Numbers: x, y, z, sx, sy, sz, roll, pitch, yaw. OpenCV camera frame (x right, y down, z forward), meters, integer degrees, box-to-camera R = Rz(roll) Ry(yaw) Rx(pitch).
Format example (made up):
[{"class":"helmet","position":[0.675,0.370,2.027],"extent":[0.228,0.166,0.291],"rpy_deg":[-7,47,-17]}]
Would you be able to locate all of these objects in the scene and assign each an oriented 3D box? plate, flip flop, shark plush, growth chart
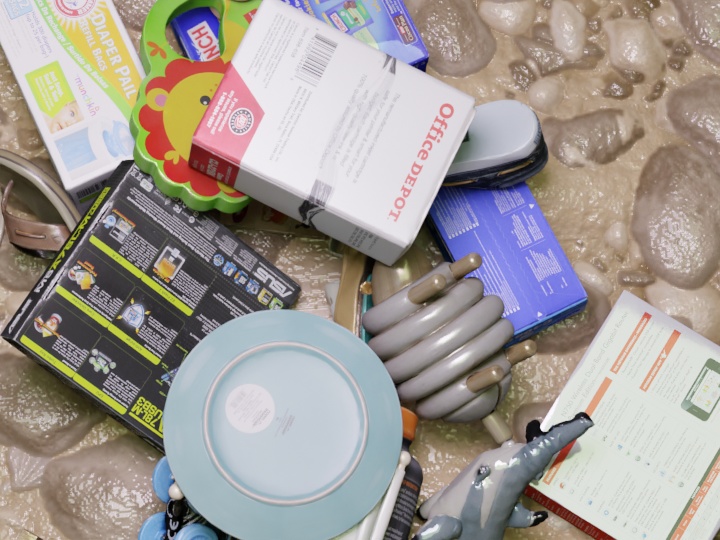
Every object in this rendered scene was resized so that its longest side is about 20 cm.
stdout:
[{"class":"plate","position":[-0.062,0.127,1.616],"extent":[0.200,0.026,0.201],"rpy_deg":[2,75,-7]},{"class":"flip flop","position":[-0.277,-0.028,1.752],"extent":[0.058,0.081,0.200],"rpy_deg":[-40,99,-20]},{"class":"shark plush","position":[0.124,0.194,1.693],"extent":[0.083,0.091,0.200],"rpy_deg":[42,92,-4]},{"class":"growth chart","position":[-0.057,0.162,1.628],"extent":[0.200,0.018,0.145],"rpy_deg":[25,73,-1]}]

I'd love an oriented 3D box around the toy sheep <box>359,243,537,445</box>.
[{"class":"toy sheep","position":[0.074,0.064,1.698],"extent":[0.138,0.138,0.200],"rpy_deg":[-29,89,-8]}]

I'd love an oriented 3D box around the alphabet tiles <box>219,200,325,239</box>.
[{"class":"alphabet tiles","position":[-0.067,-0.130,1.837],"extent":[0.167,0.008,0.201],"rpy_deg":[8,74,2]}]

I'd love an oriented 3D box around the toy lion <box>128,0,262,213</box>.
[{"class":"toy lion","position":[-0.123,-0.156,1.711],"extent":[0.191,0.069,0.200],"rpy_deg":[-32,81,-21]}]

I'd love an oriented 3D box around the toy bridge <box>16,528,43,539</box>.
[{"class":"toy bridge","position":[-0.223,0.302,1.701],"extent":[0.200,0.027,0.067],"rpy_deg":[30,78,8]}]

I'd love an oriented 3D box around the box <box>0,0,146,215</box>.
[{"class":"box","position":[-0.250,-0.165,1.797],"extent":[0.112,0.101,0.200],"rpy_deg":[-25,76,-7]}]

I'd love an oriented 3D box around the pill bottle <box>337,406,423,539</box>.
[{"class":"pill bottle","position":[-0.008,0.211,1.687],"extent":[0.106,0.106,0.201],"rpy_deg":[14,74,4]}]

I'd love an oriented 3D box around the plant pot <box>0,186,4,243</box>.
[{"class":"plant pot","position":[-0.427,-0.071,1.728],"extent":[0.200,0.184,0.201],"rpy_deg":[0,74,0]}]

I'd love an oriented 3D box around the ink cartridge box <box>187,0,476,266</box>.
[{"class":"ink cartridge box","position":[-0.024,-0.114,1.644],"extent":[0.200,0.084,0.145],"rpy_deg":[26,76,-1]}]

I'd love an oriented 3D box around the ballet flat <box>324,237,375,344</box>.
[{"class":"ballet flat","position":[0.000,0.000,1.779],"extent":[0.063,0.069,0.201],"rpy_deg":[0,71,29]}]

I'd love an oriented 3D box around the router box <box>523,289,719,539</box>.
[{"class":"router box","position":[0.257,0.147,1.735],"extent":[0.179,0.049,0.200],"rpy_deg":[32,76,9]}]

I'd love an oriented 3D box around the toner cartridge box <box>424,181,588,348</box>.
[{"class":"toner cartridge box","position":[0.118,-0.035,1.791],"extent":[0.095,0.043,0.200],"rpy_deg":[-25,75,-6]}]

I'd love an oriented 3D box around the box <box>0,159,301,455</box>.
[{"class":"box","position":[-0.179,0.036,1.721],"extent":[0.200,0.047,0.193],"rpy_deg":[38,78,-23]}]

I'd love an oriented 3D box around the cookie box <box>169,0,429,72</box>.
[{"class":"cookie box","position":[-0.062,-0.219,1.819],"extent":[0.200,0.075,0.171],"rpy_deg":[-24,77,-7]}]

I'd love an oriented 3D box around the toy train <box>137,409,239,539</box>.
[{"class":"toy train","position":[-0.116,0.187,1.691],"extent":[0.114,0.087,0.201],"rpy_deg":[13,86,-35]}]

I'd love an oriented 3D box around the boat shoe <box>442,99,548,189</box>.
[{"class":"boat shoe","position":[0.067,-0.099,1.749],"extent":[0.200,0.091,0.071],"rpy_deg":[-5,72,14]}]
